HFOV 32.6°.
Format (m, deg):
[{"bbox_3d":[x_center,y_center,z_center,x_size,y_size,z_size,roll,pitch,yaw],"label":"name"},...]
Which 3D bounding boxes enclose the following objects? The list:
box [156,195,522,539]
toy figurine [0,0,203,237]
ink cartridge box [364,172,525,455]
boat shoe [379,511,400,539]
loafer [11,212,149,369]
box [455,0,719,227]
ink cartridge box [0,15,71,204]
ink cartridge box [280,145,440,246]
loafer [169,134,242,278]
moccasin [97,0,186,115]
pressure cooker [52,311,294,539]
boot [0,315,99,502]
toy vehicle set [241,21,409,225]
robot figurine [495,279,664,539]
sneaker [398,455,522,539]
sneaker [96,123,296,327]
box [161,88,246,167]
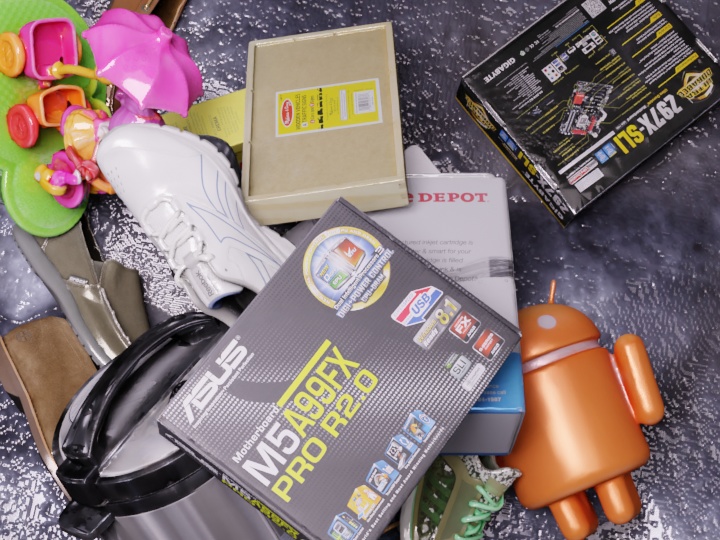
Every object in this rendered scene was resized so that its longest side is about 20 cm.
[{"bbox_3d":[-0.012,0.075,0.822,0.160,0.044,0.200,37,70,6],"label":"box"},{"bbox_3d":[-0.198,-0.120,0.930,0.150,0.183,0.202,-17,106,-46],"label":"toy figurine"},{"bbox_3d":[0.042,0.032,0.934,0.144,0.084,0.201,0,59,-1],"label":"ink cartridge box"},{"bbox_3d":[0.008,0.188,0.984,0.070,0.091,0.201,-21,78,-7],"label":"boat shoe"},{"bbox_3d":[-0.211,0.024,1.025,0.069,0.075,0.200,-37,80,-6],"label":"loafer"},{"bbox_3d":[0.210,-0.162,1.105,0.200,0.049,0.160,-38,83,-11],"label":"box"},{"bbox_3d":[-0.295,-0.113,1.041,0.059,0.104,0.201,16,75,3],"label":"ink cartridge box"},{"bbox_3d":[0.000,0.000,1.044,0.199,0.067,0.116,-36,79,-10],"label":"ink cartridge box"},{"bbox_3d":[-0.123,-0.054,0.985,0.068,0.201,0.071,16,62,1],"label":"loafer"},{"bbox_3d":[-0.188,-0.198,1.089,0.077,0.074,0.203,11,67,8],"label":"moccasin"},{"bbox_3d":[-0.126,0.136,0.913,0.178,0.201,0.176,-22,32,6],"label":"pressure cooker"},{"bbox_3d":[-0.230,0.126,1.003,0.075,0.074,0.201,-27,75,-15],"label":"boot"},{"bbox_3d":[-0.029,-0.121,0.976,0.123,0.027,0.201,-7,46,5],"label":"toy vehicle set"},{"bbox_3d":[0.158,0.115,0.997,0.116,0.144,0.201,-12,75,-34],"label":"robot figurine"},{"bbox_3d":[0.081,0.175,0.956,0.088,0.077,0.202,-7,87,29],"label":"sneaker"},{"bbox_3d":[-0.109,-0.023,0.872,0.200,0.087,0.074,44,119,-14],"label":"sneaker"},{"bbox_3d":[-0.091,-0.125,1.070,0.199,0.075,0.050,-19,78,-8],"label":"box"}]
